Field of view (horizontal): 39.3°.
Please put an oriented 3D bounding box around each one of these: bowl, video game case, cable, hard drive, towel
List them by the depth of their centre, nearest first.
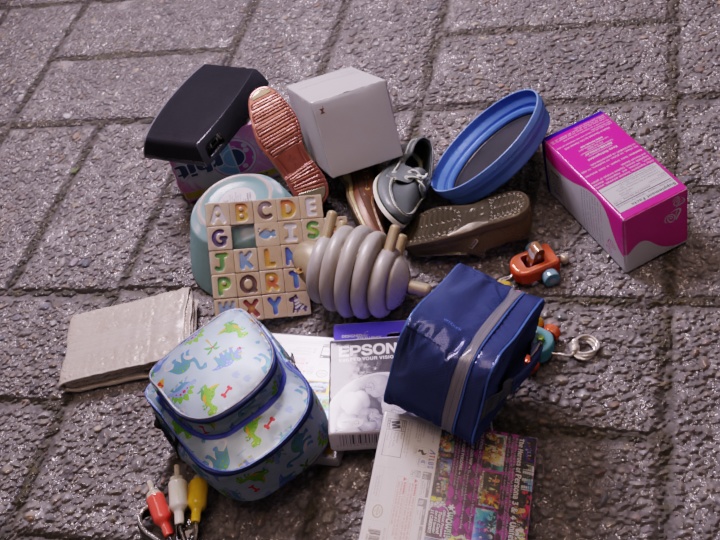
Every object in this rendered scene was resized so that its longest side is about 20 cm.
[{"bbox_3d":[0.095,0.263,1.104,0.180,0.036,0.201,9,55,6],"label":"video game case"},{"bbox_3d":[-0.210,0.319,1.172,0.096,0.051,0.201,-17,44,-6],"label":"cable"},{"bbox_3d":[-0.097,0.161,1.306,0.198,0.023,0.183,3,49,19],"label":"video game case"},{"bbox_3d":[-0.325,0.097,1.429,0.198,0.035,0.133,-13,45,7],"label":"towel"},{"bbox_3d":[0.188,-0.174,1.448,0.200,0.039,0.201,-40,20,18],"label":"bowl"},{"bbox_3d":[-0.170,-0.065,1.480,0.199,0.105,0.202,-9,47,10],"label":"bowl"},{"bbox_3d":[-0.240,-0.245,1.550,0.134,0.042,0.201,11,52,26],"label":"hard drive"}]

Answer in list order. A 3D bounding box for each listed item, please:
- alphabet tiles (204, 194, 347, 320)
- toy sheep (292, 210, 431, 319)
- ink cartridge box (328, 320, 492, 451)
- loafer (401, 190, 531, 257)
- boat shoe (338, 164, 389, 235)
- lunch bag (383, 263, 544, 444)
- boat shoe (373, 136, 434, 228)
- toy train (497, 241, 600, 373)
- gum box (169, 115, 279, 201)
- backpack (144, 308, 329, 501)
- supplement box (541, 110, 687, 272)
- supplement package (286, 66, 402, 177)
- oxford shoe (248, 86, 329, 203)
[{"bbox_3d":[-0.110,-0.018,1.405,0.198,0.008,0.169,-5,83,-12],"label":"alphabet tiles"},{"bbox_3d":[0.000,0.000,1.351,0.199,0.138,0.138,13,53,20],"label":"toy sheep"},{"bbox_3d":[0.059,0.127,1.257,0.196,0.044,0.201,-4,46,2],"label":"ink cartridge box"},{"bbox_3d":[0.148,-0.050,1.397,0.199,0.068,0.076,-11,39,29],"label":"loafer"},{"bbox_3d":[0.016,-0.101,1.477,0.067,0.072,0.201,-20,43,1],"label":"boat shoe"},{"bbox_3d":[0.131,0.093,1.149,0.132,0.137,0.200,26,37,18],"label":"lunch bag"},{"bbox_3d":[0.069,-0.134,1.460,0.062,0.073,0.200,-40,17,30],"label":"boat shoe"},{"bbox_3d":[0.221,0.036,1.296,0.149,0.056,0.201,-18,46,-2],"label":"toy train"},{"bbox_3d":[-0.212,-0.193,1.603,0.199,0.114,0.066,-17,45,1],"label":"gum box"},{"bbox_3d":[-0.147,0.161,1.204,0.183,0.147,0.200,-37,52,-15],"label":"backpack"},{"bbox_3d":[0.342,-0.110,1.363,0.103,0.102,0.200,-25,46,-6],"label":"supplement box"},{"bbox_3d":[-0.027,-0.228,1.522,0.116,0.118,0.200,-18,20,-9],"label":"supplement package"},{"bbox_3d":[-0.113,-0.181,1.525,0.070,0.074,0.201,-25,88,-4],"label":"oxford shoe"}]
